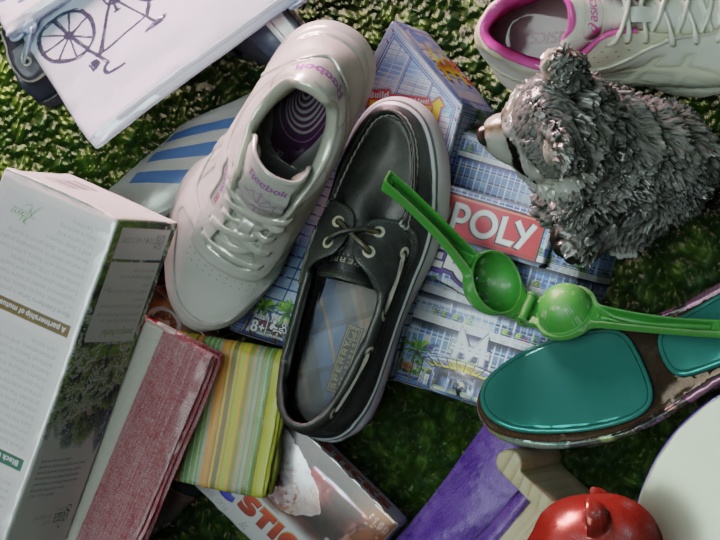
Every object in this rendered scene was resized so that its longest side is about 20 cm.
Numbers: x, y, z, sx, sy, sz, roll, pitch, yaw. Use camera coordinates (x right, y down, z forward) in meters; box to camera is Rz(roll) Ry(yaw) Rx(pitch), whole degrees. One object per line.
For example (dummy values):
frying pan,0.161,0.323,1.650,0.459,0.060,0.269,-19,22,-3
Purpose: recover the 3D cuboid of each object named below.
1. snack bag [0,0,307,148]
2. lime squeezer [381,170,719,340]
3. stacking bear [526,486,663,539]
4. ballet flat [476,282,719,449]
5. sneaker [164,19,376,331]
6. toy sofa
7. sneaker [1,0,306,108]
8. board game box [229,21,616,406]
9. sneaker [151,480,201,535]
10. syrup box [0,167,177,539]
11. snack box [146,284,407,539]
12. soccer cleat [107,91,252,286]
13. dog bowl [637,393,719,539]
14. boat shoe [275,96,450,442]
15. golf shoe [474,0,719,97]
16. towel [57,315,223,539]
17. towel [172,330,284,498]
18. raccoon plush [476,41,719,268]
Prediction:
snack bag,-0.131,-0.188,1.496,0.189,0.021,0.200,-35,63,4
lime squeezer,0.100,0.005,1.401,0.200,0.038,0.071,25,132,4
stacking bear,0.127,0.215,1.340,0.114,0.121,0.200,-6,92,14
ballet flat,0.165,0.056,1.423,0.200,0.071,0.069,-23,66,8
sneaker,-0.062,-0.045,1.422,0.075,0.100,0.200,27,115,-2
toy sofa,0.044,0.181,1.457,0.098,0.083,0.200,44,104,15
sneaker,-0.122,-0.135,1.529,0.202,0.077,0.146,41,90,27
board game box,0.048,-0.033,1.478,0.200,0.062,0.200,16,94,20
sneaker,-0.161,0.073,1.559,0.082,0.077,0.200,-29,78,-11
syrup box,-0.182,0.050,1.431,0.081,0.079,0.200,24,98,20
snack box,-0.069,0.102,1.495,0.200,0.024,0.072,44,105,8
soccer cleat,-0.113,-0.039,1.532,0.200,0.086,0.070,-33,121,10
dog bowl,0.250,0.151,1.386,0.200,0.079,0.200,-1,87,20
boat shoe,0.000,0.000,1.431,0.069,0.057,0.200,14,93,20
golf shoe,0.158,-0.134,1.426,0.200,0.092,0.075,-8,84,18
towel,-0.188,0.072,1.487,0.200,0.023,0.144,26,98,20
towel,-0.137,0.072,1.489,0.200,0.018,0.086,10,90,19
raccoon plush,0.162,-0.080,1.371,0.200,0.134,0.097,-18,71,-5
